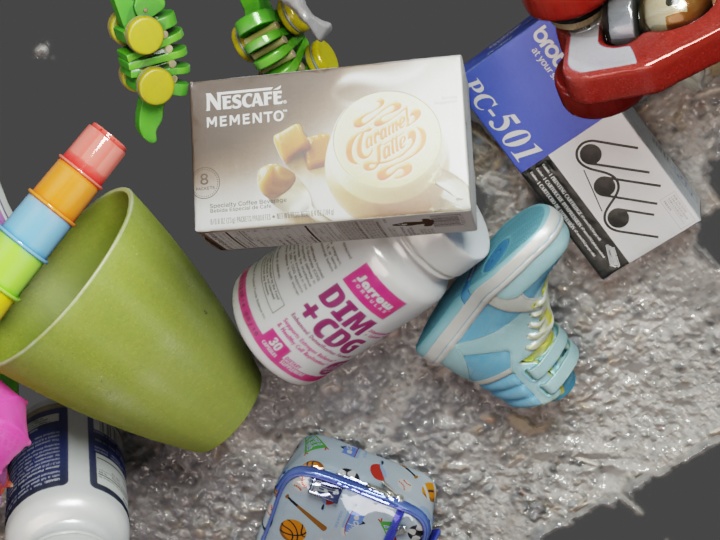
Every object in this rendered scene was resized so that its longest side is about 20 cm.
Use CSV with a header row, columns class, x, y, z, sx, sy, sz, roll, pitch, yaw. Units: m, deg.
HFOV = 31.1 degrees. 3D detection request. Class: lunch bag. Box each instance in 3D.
class,x,y,z,sx,sy,sz,roll,pitch,yaw
lunch bag,-0.015,0.256,1.220,0.159,0.076,0.201,22,121,1

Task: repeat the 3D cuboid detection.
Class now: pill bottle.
class,x,y,z,sx,sy,sz,roll,pitch,yaw
pill bottle,-0.268,0.217,1.184,0.110,0.200,0.112,-6,123,-9
pill bottle,0.000,0.000,1.058,0.200,0.114,0.113,-35,103,28

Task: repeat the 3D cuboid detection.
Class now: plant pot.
class,x,y,z,sx,sy,sz,roll,pitch,yaw
plant pot,-0.187,0.063,1.125,0.187,0.188,0.200,-35,118,28

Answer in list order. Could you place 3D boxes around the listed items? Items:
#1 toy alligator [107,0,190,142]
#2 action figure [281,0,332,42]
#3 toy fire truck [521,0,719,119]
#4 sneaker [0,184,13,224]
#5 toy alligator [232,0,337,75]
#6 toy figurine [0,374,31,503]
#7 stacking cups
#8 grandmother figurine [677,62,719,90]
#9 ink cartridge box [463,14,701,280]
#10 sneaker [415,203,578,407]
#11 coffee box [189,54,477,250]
class,x,y,z,sx,sy,sz,roll,pitch,yaw
toy alligator,-0.172,-0.203,1.042,0.054,0.059,0.201,-19,116,-22
action figure,-0.062,-0.292,0.927,0.193,0.105,0.201,37,117,11
toy fire truck,0.201,-0.195,0.858,0.167,0.201,0.112,-9,135,24
sneaker,-0.366,-0.047,1.141,0.072,0.114,0.201,-24,107,27
toy alligator,-0.049,-0.146,1.023,0.059,0.054,0.201,-23,108,26
toy figurine,-0.342,0.148,1.108,0.149,0.184,0.202,-14,104,-26
stacking cups,-0.278,-0.040,1.098,0.060,0.061,0.201,35,84,-4
grandmother figurine,0.311,-0.164,0.922,0.199,0.061,0.122,-5,88,21
ink cartridge box,0.168,-0.098,1.000,0.094,0.044,0.200,-33,103,26
sneaker,0.143,0.036,1.049,0.130,0.080,0.200,34,140,-4
coffee box,-0.018,-0.083,0.948,0.198,0.080,0.115,-4,81,8
